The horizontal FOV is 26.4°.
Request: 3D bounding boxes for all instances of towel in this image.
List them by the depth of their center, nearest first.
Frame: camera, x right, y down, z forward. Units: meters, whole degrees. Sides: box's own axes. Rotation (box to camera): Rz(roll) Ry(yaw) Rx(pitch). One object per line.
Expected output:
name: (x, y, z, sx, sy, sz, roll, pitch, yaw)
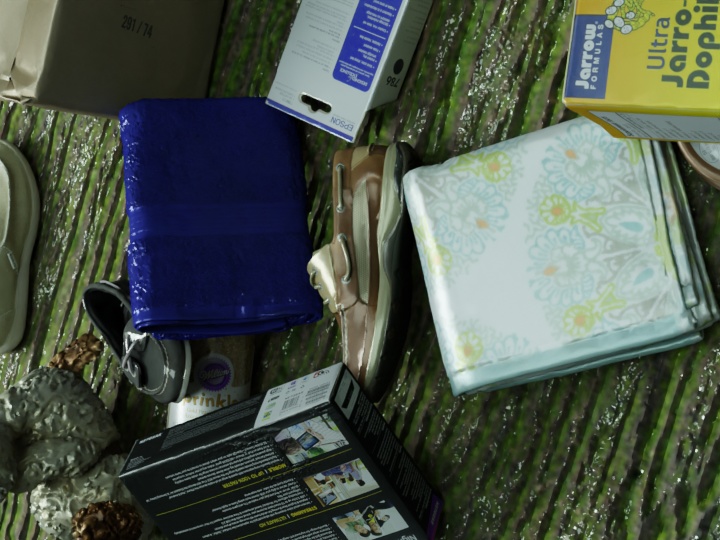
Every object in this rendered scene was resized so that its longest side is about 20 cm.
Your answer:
towel: (0.139, -0.013, 1.081, 0.200, 0.048, 0.171, -16, 77, 21)
towel: (-0.113, -0.042, 1.208, 0.050, 0.148, 0.200, 117, 149, -62)

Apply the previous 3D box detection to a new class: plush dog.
plush dog: (-0.237, 0.165, 1.279, 0.160, 0.200, 0.172, -38, 93, -9)

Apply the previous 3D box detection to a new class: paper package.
paper package: (-0.212, -0.221, 1.250, 0.103, 0.200, 0.191, 17, 97, 34)

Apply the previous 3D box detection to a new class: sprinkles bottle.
sprinkles bottle: (-0.121, 0.084, 1.252, 0.068, 0.068, 0.200, 7, 92, 34)

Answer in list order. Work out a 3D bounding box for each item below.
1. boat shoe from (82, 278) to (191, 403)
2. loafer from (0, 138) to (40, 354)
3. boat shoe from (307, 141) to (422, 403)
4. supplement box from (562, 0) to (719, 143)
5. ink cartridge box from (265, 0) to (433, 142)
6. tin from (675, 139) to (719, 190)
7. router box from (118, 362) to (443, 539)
boat shoe: (-0.185, 0.057, 1.246, 0.200, 0.057, 0.067, -135, 54, -63)
loafer: (-0.343, -0.024, 1.405, 0.076, 0.068, 0.200, -4, 85, 33)
boat shoe: (0.000, 0.000, 1.166, 0.074, 0.076, 0.200, 5, 81, 13)
supplement box: (0.241, -0.139, 0.951, 0.200, 0.109, 0.110, 6, 86, 26)
ink cartridge box: (0.003, -0.206, 1.204, 0.099, 0.039, 0.200, 28, 101, 31)
tin: (0.247, -0.145, 1.030, 0.112, 0.042, 0.200, -28, 72, 16)
router box: (-0.061, 0.167, 1.162, 0.200, 0.051, 0.149, -22, 116, 26)
